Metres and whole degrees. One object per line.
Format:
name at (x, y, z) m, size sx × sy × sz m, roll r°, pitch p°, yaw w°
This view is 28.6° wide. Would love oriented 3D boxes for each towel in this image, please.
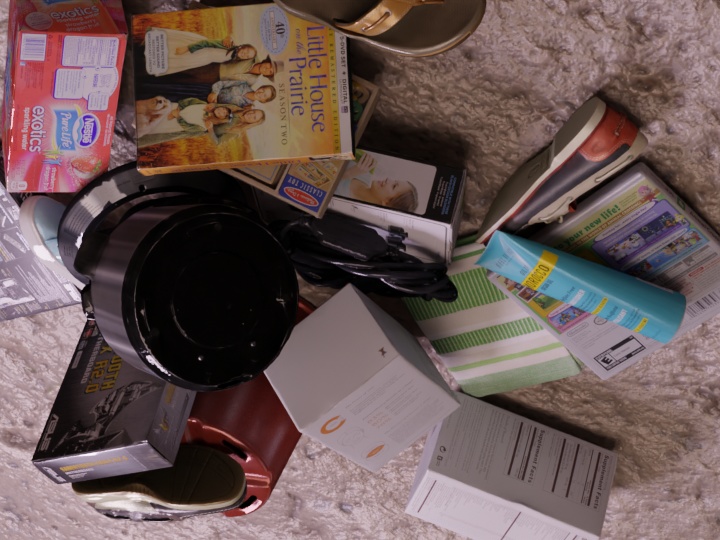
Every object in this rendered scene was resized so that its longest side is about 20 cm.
towel at (0.132, 0.048, 1.483) m, size 0.152 × 0.023 × 0.200 m, roll -16°, pitch 124°, yaw 31°

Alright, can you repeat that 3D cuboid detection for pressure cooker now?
pressure cooker at (-0.170, 0.020, 1.354) m, size 0.200 × 0.178 × 0.177 m, roll 6°, pitch 120°, yaw 65°

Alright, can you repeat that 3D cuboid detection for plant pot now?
plant pot at (-0.139, 0.149, 1.545) m, size 0.199 × 0.196 × 0.202 m, roll 10°, pitch 133°, yaw 11°

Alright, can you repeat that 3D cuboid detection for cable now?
cable at (0.000, 0.000, 1.400) m, size 0.199 × 0.051 × 0.163 m, roll 18°, pitch 164°, yaw -9°

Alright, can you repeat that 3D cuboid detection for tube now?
tube at (0.211, 0.012, 1.353) m, size 0.199 × 0.051 × 0.078 m, roll 21°, pitch 148°, yaw -3°

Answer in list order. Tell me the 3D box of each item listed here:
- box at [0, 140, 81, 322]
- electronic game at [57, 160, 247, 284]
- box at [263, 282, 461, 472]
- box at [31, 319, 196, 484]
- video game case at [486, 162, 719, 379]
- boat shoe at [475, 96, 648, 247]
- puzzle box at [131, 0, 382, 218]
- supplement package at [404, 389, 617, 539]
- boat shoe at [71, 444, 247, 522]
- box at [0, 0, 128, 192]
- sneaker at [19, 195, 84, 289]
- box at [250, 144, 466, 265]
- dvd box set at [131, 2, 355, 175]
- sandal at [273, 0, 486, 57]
box at (-0.405, -0.037, 1.574) m, size 0.157 × 0.050 × 0.201 m, roll -12°, pitch 125°, yaw 28°
electronic game at (-0.212, -0.042, 1.455) m, size 0.199 × 0.042 × 0.201 m, roll -14°, pitch 143°, yaw -11°
box at (0.002, 0.114, 1.443) m, size 0.124 × 0.098 × 0.200 m, roll -38°, pitch 152°, yaw 5°
box at (-0.241, 0.119, 1.473) m, size 0.158 × 0.201 × 0.048 m, roll -13°, pitch 134°, yaw 31°
video game case at (0.256, 0.006, 1.384) m, size 0.182 × 0.022 × 0.200 m, roll 40°, pitch 126°, yaw -21°
boat shoe at (0.183, -0.078, 1.323) m, size 0.062 × 0.071 × 0.200 m, roll 32°, pitch 128°, yaw -14°
puzzle box at (-0.097, -0.149, 1.307) m, size 0.199 × 0.134 × 0.025 m, roll 25°, pitch 179°, yaw 8°
supplement package at (0.166, 0.236, 1.565) m, size 0.199 × 0.110 × 0.114 m, roll 21°, pitch 144°, yaw 0°
boat shoe at (-0.200, 0.225, 1.457) m, size 0.199 × 0.072 × 0.066 m, roll -2°, pitch 139°, yaw 22°
box at (-0.287, -0.177, 1.357) m, size 0.102 × 0.095 × 0.201 m, roll -1°, pitch 137°, yaw -18°
sneaker at (-0.280, -0.019, 1.537) m, size 0.082 × 0.074 × 0.200 m, roll -19°, pitch 133°, yaw 30°
box at (0.000, -0.072, 1.365) m, size 0.199 × 0.061 × 0.117 m, roll 14°, pitch 162°, yaw 8°
dvd box set at (-0.106, -0.166, 1.281) m, size 0.198 × 0.148 × 0.029 m, roll -3°, pitch 175°, yaw 7°
sandal at (0.009, -0.238, 1.227) m, size 0.199 × 0.081 × 0.054 m, roll 16°, pitch 178°, yaw 10°
